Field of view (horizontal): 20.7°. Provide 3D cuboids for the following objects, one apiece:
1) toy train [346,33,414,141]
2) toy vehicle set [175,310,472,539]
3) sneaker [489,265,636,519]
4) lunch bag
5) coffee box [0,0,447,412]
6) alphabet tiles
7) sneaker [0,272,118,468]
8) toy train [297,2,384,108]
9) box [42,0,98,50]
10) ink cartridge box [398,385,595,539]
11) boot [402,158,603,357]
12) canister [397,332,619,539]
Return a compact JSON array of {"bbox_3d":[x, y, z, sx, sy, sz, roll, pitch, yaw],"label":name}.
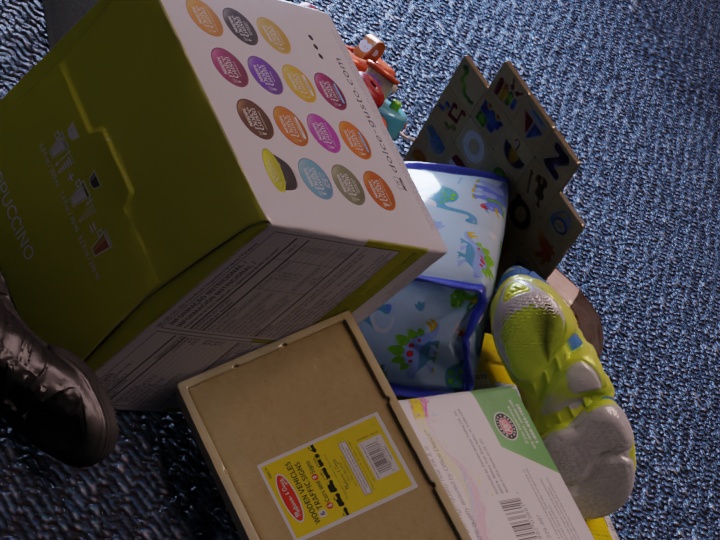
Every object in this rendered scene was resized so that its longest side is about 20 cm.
[{"bbox_3d":[0.010,-0.166,1.706,0.150,0.056,0.200,16,22,-36],"label":"toy train"},{"bbox_3d":[-0.019,0.134,1.219,0.027,0.124,0.201,96,-30,-62],"label":"toy vehicle set"},{"bbox_3d":[0.148,0.081,1.442,0.105,0.075,0.201,-95,166,-64],"label":"sneaker"},{"bbox_3d":[0.000,0.000,1.447,0.199,0.128,0.170,11,31,4],"label":"lunch bag"},{"bbox_3d":[-0.105,-0.045,1.264,0.197,0.200,0.200,8,50,-54],"label":"coffee box"},{"bbox_3d":[0.099,-0.060,1.509,0.006,0.200,0.167,-18,65,-34],"label":"alphabet tiles"},{"bbox_3d":[-0.230,0.042,1.119,0.200,0.060,0.104,50,24,8],"label":"sneaker"},{"bbox_3d":[-0.028,-0.110,1.530,0.200,0.085,0.116,51,19,-2],"label":"toy train"},{"bbox_3d":[-0.197,-0.236,1.490,0.068,0.082,0.201,27,37,-40],"label":"box"},{"bbox_3d":[0.042,0.166,1.318,0.199,0.088,0.146,-3,57,-43],"label":"ink cartridge box"},{"bbox_3d":[0.109,-0.009,1.597,0.187,0.064,0.200,52,-9,-16],"label":"boot"},{"bbox_3d":[0.117,0.157,1.503,0.148,0.086,0.201,15,46,-51],"label":"canister"}]
